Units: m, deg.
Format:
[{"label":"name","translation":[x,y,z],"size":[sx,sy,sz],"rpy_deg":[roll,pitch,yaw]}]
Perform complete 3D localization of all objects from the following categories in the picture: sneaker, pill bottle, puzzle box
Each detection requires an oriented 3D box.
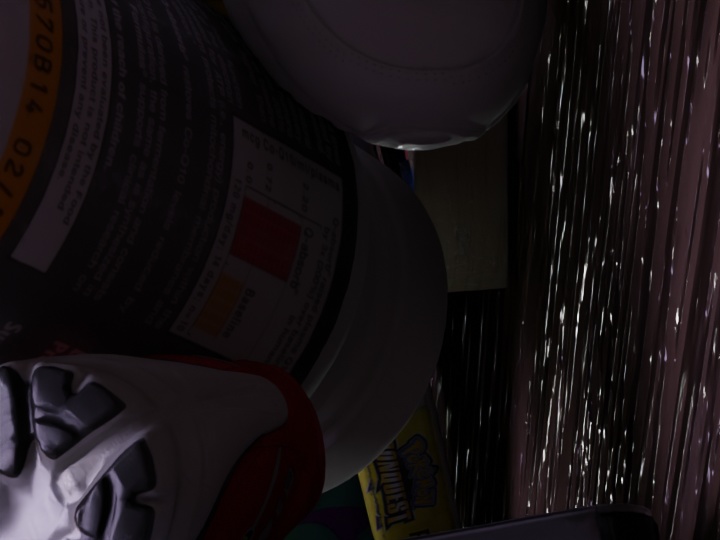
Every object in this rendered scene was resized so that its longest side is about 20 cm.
[{"label":"sneaker","translation":[-0.073,0.090,0.644],"size":[0.200,0.085,0.077],"rpy_deg":[-46,65,35]},{"label":"sneaker","translation":[0.003,-0.125,0.645],"size":[0.099,0.078,0.200],"rpy_deg":[104,160,-65]},{"label":"pill bottle","translation":[-0.069,-0.013,0.666],"size":[0.200,0.116,0.117],"rpy_deg":[28,-130,-54]},{"label":"puzzle box","translation":[0.015,-0.094,0.823],"size":[0.200,0.025,0.133],"rpy_deg":[-104,11,-66]}]

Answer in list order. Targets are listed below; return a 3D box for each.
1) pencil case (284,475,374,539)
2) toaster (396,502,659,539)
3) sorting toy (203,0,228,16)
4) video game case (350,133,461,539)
[{"label":"pencil case","translation":[-0.013,0.113,0.963],"size":[0.092,0.085,0.200],"rpy_deg":[38,-160,-27]},{"label":"toaster","translation":[0.008,0.162,0.567],"size":[0.181,0.118,0.200],"rpy_deg":[95,169,-69]},{"label":"sorting toy","translation":[-0.076,-0.086,0.890],"size":[0.200,0.107,0.181],"rpy_deg":[-79,-15,-83]},{"label":"video game case","translation":[0.000,0.000,0.882],"size":[0.200,0.025,0.181],"rpy_deg":[-102,-1,-49]}]
